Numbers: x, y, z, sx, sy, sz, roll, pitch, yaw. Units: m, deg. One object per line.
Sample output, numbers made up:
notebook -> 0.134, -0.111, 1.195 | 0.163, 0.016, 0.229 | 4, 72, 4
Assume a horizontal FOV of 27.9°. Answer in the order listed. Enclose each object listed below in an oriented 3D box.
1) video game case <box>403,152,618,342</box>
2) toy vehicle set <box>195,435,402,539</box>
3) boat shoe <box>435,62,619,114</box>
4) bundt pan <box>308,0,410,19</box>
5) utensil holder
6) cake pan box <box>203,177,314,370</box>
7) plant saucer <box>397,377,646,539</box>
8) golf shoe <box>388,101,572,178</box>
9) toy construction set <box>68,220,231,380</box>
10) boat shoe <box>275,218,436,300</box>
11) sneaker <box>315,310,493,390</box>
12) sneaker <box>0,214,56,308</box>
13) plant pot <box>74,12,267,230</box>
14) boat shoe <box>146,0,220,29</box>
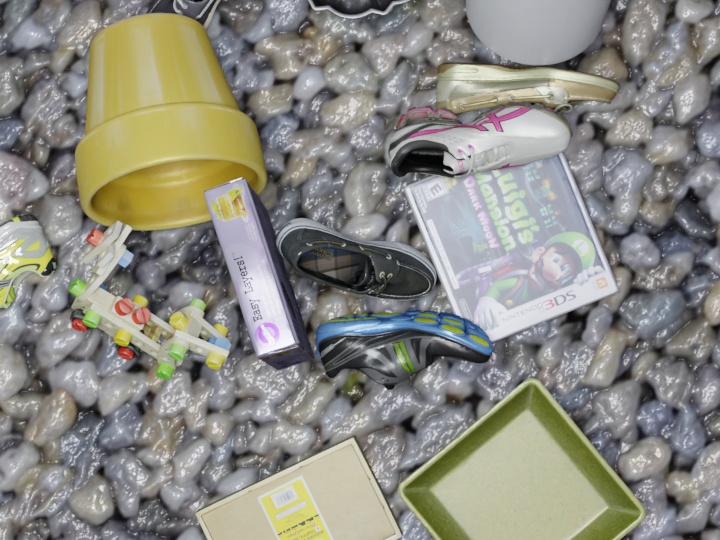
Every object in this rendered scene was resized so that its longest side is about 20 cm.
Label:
video game case -> 0.168, -0.035, 1.620 | 0.182, 0.023, 0.200 | -22, 88, 1
toy vehicle set -> -0.069, 0.283, 1.621 | 0.200, 0.027, 0.124 | -25, 88, 1
boat shoe -> 0.183, -0.194, 1.600 | 0.201, 0.073, 0.063 | 4, 97, 5
bundt pan -> -0.003, -0.371, 1.604 | 0.202, 0.076, 0.202 | 0, 88, 2
utensil holder -> 0.193, -0.334, 1.515 | 0.170, 0.200, 0.170 | -1, 67, 1
cake pan box -> -0.104, 0.009, 1.540 | 0.052, 0.200, 0.184 | -17, 83, 1
plant saucer -> 0.177, 0.253, 1.602 | 0.200, 0.048, 0.200 | -40, 88, 1
golf shoe -> 0.128, -0.130, 1.566 | 0.200, 0.092, 0.073 | -2, 133, 21
toy construction set -> -0.240, 0.042, 1.576 | 0.200, 0.131, 0.092 | 48, 53, -16
boat shoe -> 0.000, 0.000, 1.566 | 0.200, 0.057, 0.069 | 16, 116, -28
sneaker -> 0.050, 0.089, 1.598 | 0.199, 0.071, 0.083 | -2, 101, 15
sneaker -> -0.433, 0.018, 1.615 | 0.200, 0.075, 0.076 | -34, 88, 3
plant pot -> -0.213, -0.165, 1.560 | 0.201, 0.201, 0.189 | -12, 73, 2
boat shoe -> -0.185, -0.312, 1.587 | 0.200, 0.063, 0.073 | -38, 73, 25
